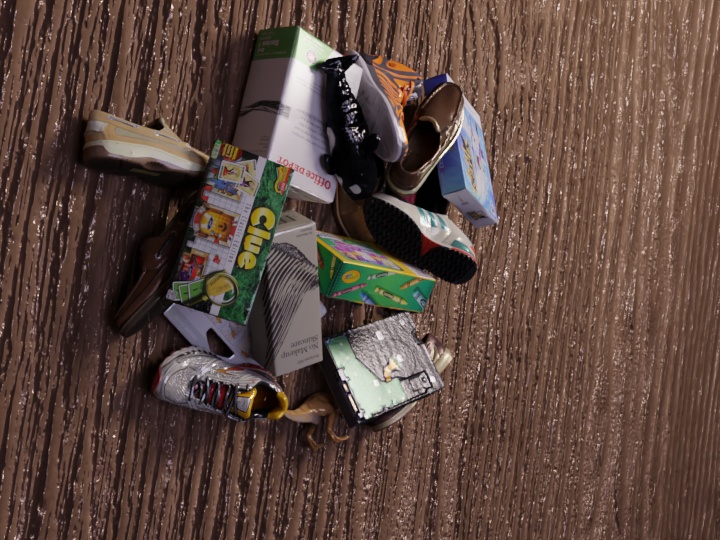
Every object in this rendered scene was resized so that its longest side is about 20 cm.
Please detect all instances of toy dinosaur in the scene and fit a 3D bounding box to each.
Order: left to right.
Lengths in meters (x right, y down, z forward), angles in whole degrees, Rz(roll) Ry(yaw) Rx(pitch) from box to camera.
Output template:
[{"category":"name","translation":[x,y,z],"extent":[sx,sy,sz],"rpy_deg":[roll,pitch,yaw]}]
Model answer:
[{"category":"toy dinosaur","translation":[-0.070,0.212,1.381],"extent":[0.199,0.060,0.107],"rpy_deg":[-18,89,-55]}]

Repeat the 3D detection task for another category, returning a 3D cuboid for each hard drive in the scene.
[{"category":"hard drive","translation":[0.030,0.150,1.439],"extent":[0.199,0.038,0.141],"rpy_deg":[-15,74,-46]}]

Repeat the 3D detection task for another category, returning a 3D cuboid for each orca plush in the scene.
[{"category":"orca plush","translation":[0.003,-0.190,1.259],"extent":[0.105,0.071,0.202],"rpy_deg":[-21,114,-53]}]

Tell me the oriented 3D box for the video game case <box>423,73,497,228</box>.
[{"category":"video game case","translation":[0.165,-0.191,1.511],"extent":[0.181,0.045,0.202],"rpy_deg":[29,50,-62]}]

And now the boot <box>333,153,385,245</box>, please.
[{"category":"boot","translation":[0.004,-0.115,1.396],"extent":[0.074,0.075,0.202],"rpy_deg":[-43,129,-42]}]

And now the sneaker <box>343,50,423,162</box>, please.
[{"category":"sneaker","translation":[0.052,-0.244,1.351],"extent":[0.111,0.078,0.201],"rpy_deg":[-4,59,-31]}]

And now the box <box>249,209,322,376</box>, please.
[{"category":"box","translation":[-0.101,0.029,1.219],"extent":[0.082,0.068,0.202],"rpy_deg":[-18,117,-30]}]

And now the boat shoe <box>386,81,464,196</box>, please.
[{"category":"boat shoe","translation":[0.106,-0.205,1.376],"extent":[0.075,0.074,0.204],"rpy_deg":[106,8,-69]}]

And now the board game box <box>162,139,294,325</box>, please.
[{"category":"board game box","translation":[-0.156,-0.045,1.114],"extent":[0.104,0.023,0.202],"rpy_deg":[19,81,-18]}]

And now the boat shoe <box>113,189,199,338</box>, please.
[{"category":"boat shoe","translation":[-0.240,-0.010,1.139],"extent":[0.068,0.072,0.200],"rpy_deg":[39,74,1]}]

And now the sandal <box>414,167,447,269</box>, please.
[{"category":"sandal","translation":[0.105,-0.099,1.519],"extent":[0.048,0.075,0.202],"rpy_deg":[41,56,-51]}]

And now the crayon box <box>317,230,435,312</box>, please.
[{"category":"crayon box","translation":[0.000,0.000,1.353],"extent":[0.199,0.119,0.059],"rpy_deg":[11,108,-44]}]

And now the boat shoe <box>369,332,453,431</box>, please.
[{"category":"boat shoe","translation":[0.072,0.180,1.533],"extent":[0.072,0.072,0.200],"rpy_deg":[49,63,-5]}]

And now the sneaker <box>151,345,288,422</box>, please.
[{"category":"sneaker","translation":[-0.176,0.151,1.200],"extent":[0.199,0.082,0.079],"rpy_deg":[13,100,-40]}]

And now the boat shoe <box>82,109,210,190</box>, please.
[{"category":"boat shoe","translation":[-0.239,-0.148,1.119],"extent":[0.199,0.071,0.077],"rpy_deg":[13,70,-51]}]

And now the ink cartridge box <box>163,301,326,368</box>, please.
[{"category":"ink cartridge box","translation":[-0.157,0.049,1.256],"extent":[0.174,0.043,0.200],"rpy_deg":[-46,129,-13]}]

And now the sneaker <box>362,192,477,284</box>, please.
[{"category":"sneaker","translation":[0.091,-0.060,1.406],"extent":[0.199,0.071,0.094],"rpy_deg":[31,30,-10]}]

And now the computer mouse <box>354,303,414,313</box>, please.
[{"category":"computer mouse","translation":[0.042,0.036,1.492],"extent":[0.199,0.034,0.059],"rpy_deg":[11,87,-49]}]

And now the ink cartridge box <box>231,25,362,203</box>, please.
[{"category":"ink cartridge box","translation":[-0.088,-0.208,1.267],"extent":[0.146,0.084,0.202],"rpy_deg":[22,79,-50]}]

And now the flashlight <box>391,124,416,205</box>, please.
[{"category":"flashlight","translation":[0.079,-0.131,1.470],"extent":[0.068,0.067,0.202],"rpy_deg":[76,28,-79]}]
